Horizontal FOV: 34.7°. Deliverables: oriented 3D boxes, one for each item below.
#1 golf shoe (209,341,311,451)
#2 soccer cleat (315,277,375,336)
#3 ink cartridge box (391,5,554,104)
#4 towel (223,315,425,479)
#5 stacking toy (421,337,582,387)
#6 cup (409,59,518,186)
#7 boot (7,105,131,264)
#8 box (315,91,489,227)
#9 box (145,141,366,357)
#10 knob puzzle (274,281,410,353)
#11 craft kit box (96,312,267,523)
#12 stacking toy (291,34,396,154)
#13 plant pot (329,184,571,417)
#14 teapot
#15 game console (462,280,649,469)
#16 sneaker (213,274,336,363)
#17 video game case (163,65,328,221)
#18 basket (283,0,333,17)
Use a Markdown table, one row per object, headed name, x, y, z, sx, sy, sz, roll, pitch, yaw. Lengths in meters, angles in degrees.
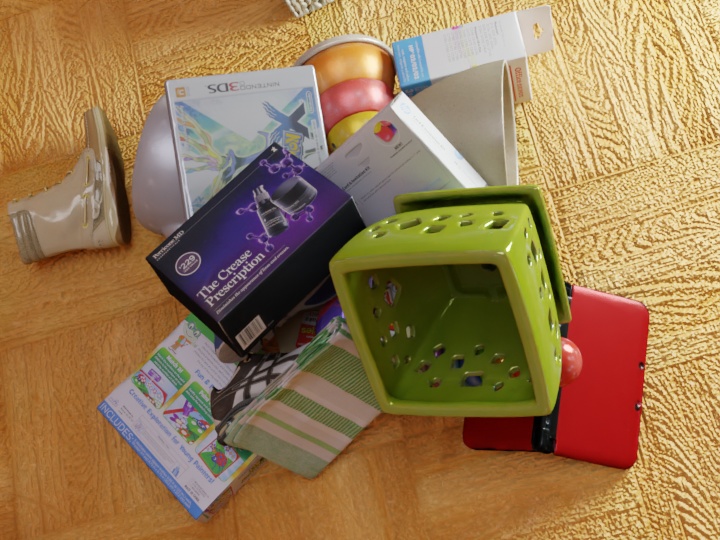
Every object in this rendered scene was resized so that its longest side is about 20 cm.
| name | x | y | z | sx | sy | sz | roll | pitch | yaw |
| --- | --- | --- | --- | --- | --- | --- | --- | --- | --- |
| golf shoe | -0.100 | 0.119 | 1.339 | 0.200 | 0.078 | 0.095 | -37 | 57 | 9 |
| soccer cleat | 0.000 | 0.000 | 1.383 | 0.068 | 0.073 | 0.201 | 22 | 66 | 25 |
| ink cartridge box | 0.149 | -0.253 | 1.441 | 0.199 | 0.115 | 0.068 | -13 | 69 | 8 |
| towel | -0.040 | 0.150 | 1.301 | 0.200 | 0.152 | 0.023 | -46 | 39 | 17 |
| stacking toy | 0.158 | 0.101 | 1.297 | 0.199 | 0.085 | 0.086 | 1 | 70 | 38 |
| cup | 0.109 | -0.142 | 1.369 | 0.142 | 0.200 | 0.202 | -4 | 71 | 13 |
| boot | -0.393 | -0.114 | 1.534 | 0.154 | 0.073 | 0.201 | -13 | 75 | 5 |
| box | 0.060 | -0.079 | 1.302 | 0.200 | 0.156 | 0.041 | 45 | 41 | -9 |
| box | -0.113 | -0.027 | 1.270 | 0.200 | 0.079 | 0.141 | -44 | 52 | -14 |
| knob puzzle | -0.011 | 0.080 | 1.399 | 0.218 | 0.031 | 0.221 | -6 | 58 | 10 |
| craft kit box | -0.189 | 0.167 | 1.413 | 0.198 | 0.049 | 0.200 | -46 | 69 | -2 |
| stacking toy | -0.002 | -0.176 | 1.418 | 0.145 | 0.146 | 0.201 | -20 | 59 | 5 |
| plant pot | 0.110 | 0.021 | 1.200 | 0.198 | 0.201 | 0.182 | -3 | 31 | 28 |
| teapot | -0.189 | -0.128 | 1.442 | 0.145 | 0.198 | 0.201 | 12 | 115 | 6 |
| game console | 0.228 | 0.123 | 1.351 | 0.172 | 0.118 | 0.201 | -7 | 67 | 43 |
| sneaker | -0.109 | 0.005 | 1.334 | 0.199 | 0.081 | 0.115 | -35 | 64 | -4 |
| video game case | -0.127 | -0.135 | 1.362 | 0.181 | 0.022 | 0.201 | -9 | 87 | -15 |
| basket | -0.090 | -0.461 | 1.555 | 0.123 | 0.136 | 0.201 | -29 | 68 | 6 |
